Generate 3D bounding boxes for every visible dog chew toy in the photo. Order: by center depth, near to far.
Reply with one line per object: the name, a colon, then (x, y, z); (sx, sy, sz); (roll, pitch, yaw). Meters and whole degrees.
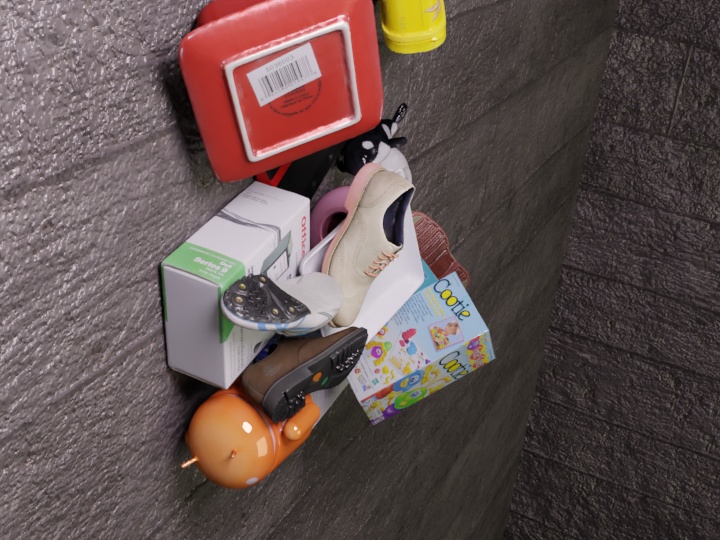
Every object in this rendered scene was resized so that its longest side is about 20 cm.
dog chew toy: (0.002, -0.053, 1.421); (0.200, 0.123, 0.127); (-4, 110, -72)

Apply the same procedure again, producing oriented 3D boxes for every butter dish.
butter dish: (-0.091, -0.222, 1.032); (0.197, 0.149, 0.201); (-22, 143, -10)

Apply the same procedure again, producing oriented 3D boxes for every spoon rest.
spoon rest: (0.053, -0.100, 1.625); (0.100, 0.060, 0.203); (-50, 136, -49)

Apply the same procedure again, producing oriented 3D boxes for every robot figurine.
robot figurine: (-0.131, 0.185, 1.210); (0.200, 0.142, 0.118); (-34, 150, -59)

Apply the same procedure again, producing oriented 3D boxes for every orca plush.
orca plush: (0.015, -0.199, 1.410); (0.200, 0.104, 0.072); (-46, 118, -47)

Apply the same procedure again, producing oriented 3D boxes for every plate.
plate: (0.000, 0.000, 1.284); (0.200, 0.032, 0.202); (-46, 141, -29)

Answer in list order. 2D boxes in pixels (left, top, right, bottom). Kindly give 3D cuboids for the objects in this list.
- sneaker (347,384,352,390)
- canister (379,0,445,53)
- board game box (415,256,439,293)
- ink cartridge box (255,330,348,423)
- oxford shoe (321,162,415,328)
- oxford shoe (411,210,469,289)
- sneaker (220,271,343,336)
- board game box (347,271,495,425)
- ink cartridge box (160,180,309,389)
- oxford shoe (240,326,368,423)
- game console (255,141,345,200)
sneaker: (0.032, 0.112, 1.671); (0.201, 0.076, 0.080); (-55, 164, -41)
canister: (0.059, -0.405, 1.288); (0.202, 0.085, 0.150); (80, 5, -46)
board game box: (0.064, 0.028, 1.552); (0.046, 0.201, 0.153); (-17, 134, -16)
ink cartridge box: (-0.082, 0.142, 1.415); (0.200, 0.075, 0.138); (-50, 148, -49)
oxford shoe: (0.008, -0.020, 1.189); (0.070, 0.073, 0.204); (-3, 112, -53)
oxford shoe: (0.105, -0.033, 1.621); (0.070, 0.075, 0.201); (-37, 134, -3)
sneaker: (-0.088, 0.044, 1.102); (0.073, 0.072, 0.199); (-47, 160, 22)
board game box: (0.074, 0.110, 1.397); (0.198, 0.106, 0.103); (-28, 150, -1)
ink cartridge box: (-0.136, 0.011, 1.158); (0.200, 0.083, 0.148); (-50, 150, -48)
oxford shoe: (-0.063, 0.101, 1.195); (0.199, 0.084, 0.074); (-23, 139, -50)
game console: (-0.075, -0.175, 1.260); (0.202, 0.031, 0.178); (-62, 151, -30)
